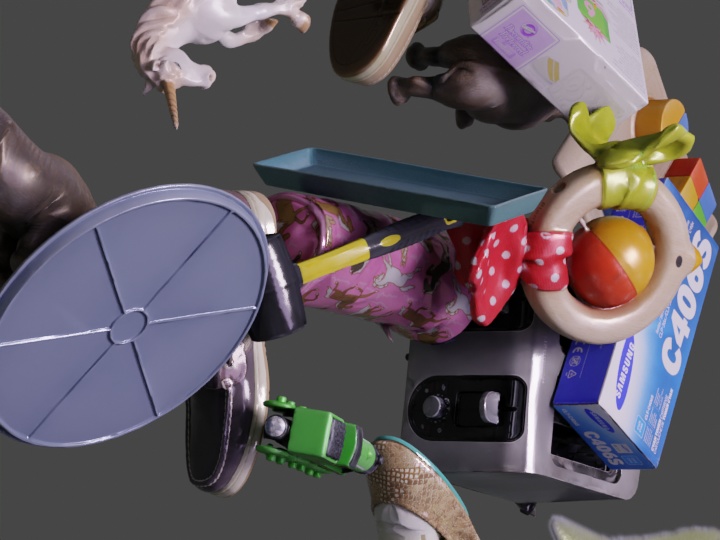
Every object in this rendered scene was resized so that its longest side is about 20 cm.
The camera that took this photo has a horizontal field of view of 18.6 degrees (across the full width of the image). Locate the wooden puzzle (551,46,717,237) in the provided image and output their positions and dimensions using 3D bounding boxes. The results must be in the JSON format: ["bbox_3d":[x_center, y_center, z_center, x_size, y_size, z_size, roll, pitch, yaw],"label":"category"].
[{"bbox_3d":[0.250,-0.066,1.902,0.186,0.046,0.201,-55,128,-39],"label":"wooden puzzle"}]

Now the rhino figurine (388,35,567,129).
[{"bbox_3d":[0.113,-0.137,1.683,0.199,0.087,0.060,11,79,-51],"label":"rhino figurine"}]

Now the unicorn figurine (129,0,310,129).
[{"bbox_3d":[-0.090,-0.189,1.448,0.137,0.074,0.201,0,90,-43],"label":"unicorn figurine"}]

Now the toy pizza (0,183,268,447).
[{"bbox_3d":[-0.145,0.024,1.311,0.199,0.032,0.201,-25,142,-21],"label":"toy pizza"}]

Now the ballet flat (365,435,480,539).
[{"bbox_3d":[0.053,0.204,1.605,0.200,0.070,0.065,53,53,-33],"label":"ballet flat"}]

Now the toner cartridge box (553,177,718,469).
[{"bbox_3d":[0.208,0.039,1.646,0.095,0.043,0.201,45,54,-39],"label":"toner cartridge box"}]

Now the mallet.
[{"bbox_3d":[-0.002,-0.002,1.439,0.199,0.041,0.066,-12,94,-40],"label":"mallet"}]

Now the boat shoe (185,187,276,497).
[{"bbox_3d":[-0.099,0.044,1.423,0.065,0.072,0.201,10,82,-38],"label":"boat shoe"}]

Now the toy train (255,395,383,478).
[{"bbox_3d":[-0.024,0.114,1.459,0.200,0.056,0.042,43,56,-77],"label":"toy train"}]

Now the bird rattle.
[{"bbox_3d":[0.161,-0.019,1.541,0.200,0.113,0.163,-45,114,-16],"label":"bird rattle"}]

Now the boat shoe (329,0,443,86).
[{"bbox_3d":[0.035,-0.206,1.615,0.065,0.072,0.201,49,45,-37],"label":"boat shoe"}]

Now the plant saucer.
[{"bbox_3d":[0.024,-0.057,1.486,0.070,0.199,0.019,-19,116,-52],"label":"plant saucer"}]

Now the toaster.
[{"bbox_3d":[0.129,0.083,1.672,0.200,0.118,0.182,22,71,-50],"label":"toaster"}]

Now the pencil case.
[{"bbox_3d":[0.000,0.000,1.538,0.200,0.083,0.087,17,90,-51],"label":"pencil case"}]

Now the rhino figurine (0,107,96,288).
[{"bbox_3d":[-0.196,-0.033,1.306,0.200,0.060,0.088,42,54,-45],"label":"rhino figurine"}]

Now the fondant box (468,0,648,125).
[{"bbox_3d":[0.143,-0.213,1.649,0.144,0.058,0.201,39,30,-30],"label":"fondant box"}]
